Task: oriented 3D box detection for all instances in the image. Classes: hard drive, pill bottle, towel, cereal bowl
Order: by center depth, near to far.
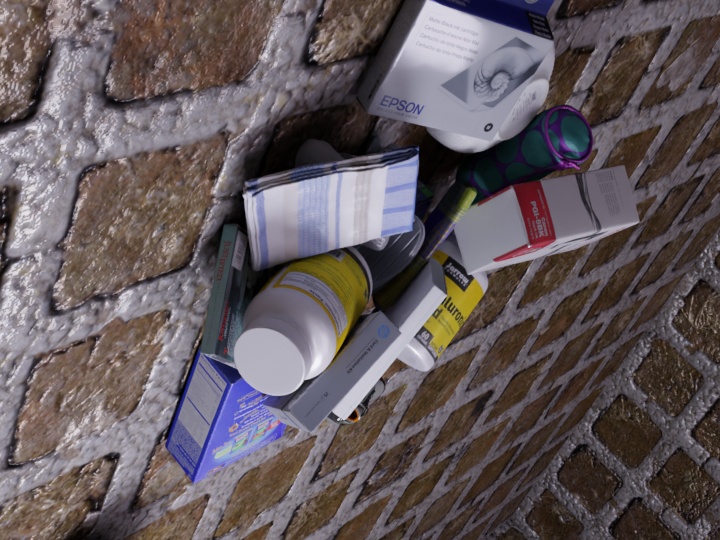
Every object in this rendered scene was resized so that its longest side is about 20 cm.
[{"bbox_3d":[-0.031,-0.065,1.214,0.197,0.024,0.148,-14,145,-12],"label":"towel"},{"bbox_3d":[-0.066,0.052,1.265,0.113,0.111,0.200,-62,176,34],"label":"pill bottle"},{"bbox_3d":[0.035,0.082,1.389,0.201,0.027,0.132,-52,-172,13],"label":"hard drive"},{"bbox_3d":[0.175,-0.226,1.402,0.199,0.083,0.201,-37,155,-20],"label":"cereal bowl"},{"bbox_3d":[0.080,-0.035,1.461,0.201,0.023,0.144,-51,-174,8],"label":"towel"},{"bbox_3d":[0.105,0.027,1.525,0.201,0.110,0.112,-53,160,-14],"label":"pill bottle"}]

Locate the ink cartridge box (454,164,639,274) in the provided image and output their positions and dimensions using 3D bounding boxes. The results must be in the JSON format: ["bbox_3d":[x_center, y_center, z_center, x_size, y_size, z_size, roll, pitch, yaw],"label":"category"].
[{"bbox_3d":[0.243,-0.067,1.465,0.197,0.084,0.146,-12,172,-31],"label":"ink cartridge box"}]

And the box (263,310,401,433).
[{"bbox_3d":[-0.039,0.120,1.344,0.156,0.041,0.200,-47,-172,-13],"label":"box"}]

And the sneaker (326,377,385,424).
[{"bbox_3d":[-0.014,0.210,1.796,0.074,0.079,0.199,-57,157,20],"label":"sneaker"}]

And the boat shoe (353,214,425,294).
[{"bbox_3d":[0.000,0.000,1.410,0.199,0.072,0.062,-40,173,7],"label":"boat shoe"}]

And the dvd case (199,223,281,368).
[{"bbox_3d":[-0.124,0.044,1.296,0.200,0.022,0.149,40,57,-69],"label":"dvd case"}]

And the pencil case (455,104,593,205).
[{"bbox_3d":[0.218,-0.146,1.498,0.084,0.094,0.199,18,153,-27],"label":"pencil case"}]

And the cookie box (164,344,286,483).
[{"bbox_3d":[-0.153,0.161,1.467,0.170,0.075,0.202,-23,148,-44],"label":"cookie box"}]

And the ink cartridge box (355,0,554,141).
[{"bbox_3d":[0.119,-0.248,1.236,0.197,0.041,0.202,6,126,-36],"label":"ink cartridge box"}]

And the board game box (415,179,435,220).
[{"bbox_3d":[0.004,-0.035,1.473,0.199,0.034,0.136,-23,147,-45],"label":"board game box"}]

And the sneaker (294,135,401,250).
[{"bbox_3d":[0.000,-0.117,1.289,0.116,0.074,0.200,-58,144,-14],"label":"sneaker"}]
